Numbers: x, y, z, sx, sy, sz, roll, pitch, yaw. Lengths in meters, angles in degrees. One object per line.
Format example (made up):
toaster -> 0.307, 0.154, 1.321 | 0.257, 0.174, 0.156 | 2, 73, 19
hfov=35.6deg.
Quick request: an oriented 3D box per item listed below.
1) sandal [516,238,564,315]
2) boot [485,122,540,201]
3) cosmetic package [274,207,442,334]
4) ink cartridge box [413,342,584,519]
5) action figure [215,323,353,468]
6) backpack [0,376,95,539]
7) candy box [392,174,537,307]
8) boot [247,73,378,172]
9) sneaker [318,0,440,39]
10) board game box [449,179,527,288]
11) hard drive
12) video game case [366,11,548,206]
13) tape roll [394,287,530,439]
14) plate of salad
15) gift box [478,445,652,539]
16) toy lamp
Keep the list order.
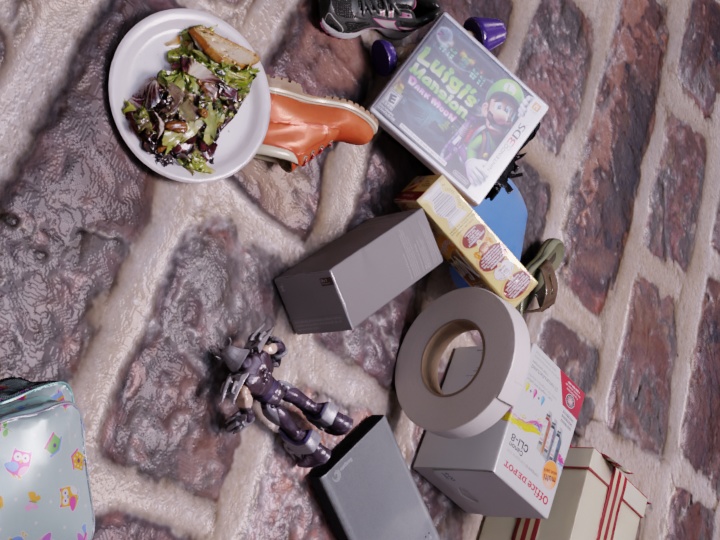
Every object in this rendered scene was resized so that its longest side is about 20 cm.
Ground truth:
sandal -> 0.280, 0.020, 1.719 | 0.201, 0.057, 0.080 | -52, 152, -38
boot -> 0.159, -0.206, 1.601 | 0.198, 0.073, 0.163 | 41, 56, -8
cosmetic package -> 0.000, 0.000, 1.418 | 0.200, 0.107, 0.090 | -37, 110, -40
ink cartridge box -> 0.194, 0.224, 1.560 | 0.145, 0.144, 0.200 | 43, 57, -34
action figure -> -0.103, 0.150, 1.324 | 0.200, 0.069, 0.130 | 46, 61, -27
backpack -> -0.345, 0.194, 1.009 | 0.200, 0.153, 0.177 | -9, 96, -39
candy box -> 0.141, -0.040, 1.522 | 0.055, 0.115, 0.200 | -44, 102, -7
boot -> -0.065, -0.169, 1.404 | 0.199, 0.075, 0.108 | 10, 81, -36
sneaker -> 0.029, -0.360, 1.510 | 0.200, 0.086, 0.081 | -14, 93, -45
board game box -> 0.177, -0.047, 1.657 | 0.158, 0.039, 0.201 | 17, 80, -44
hard drive -> 0.020, 0.307, 1.449 | 0.140, 0.033, 0.201 | -39, 112, -41
video game case -> 0.134, -0.218, 1.520 | 0.200, 0.023, 0.182 | 40, 75, -11
tape roll -> 0.131, 0.120, 1.468 | 0.037, 0.202, 0.203 | 30, 64, -39
plate of salad -> -0.186, -0.199, 1.272 | 0.199, 0.048, 0.201 | 2, 86, -33
gift box -> 0.311, 0.356, 1.630 | 0.185, 0.200, 0.187 | 45, 54, -38
toy lamp -> 0.113, -0.315, 1.566 | 0.199, 0.058, 0.058 | -17, 98, -22
